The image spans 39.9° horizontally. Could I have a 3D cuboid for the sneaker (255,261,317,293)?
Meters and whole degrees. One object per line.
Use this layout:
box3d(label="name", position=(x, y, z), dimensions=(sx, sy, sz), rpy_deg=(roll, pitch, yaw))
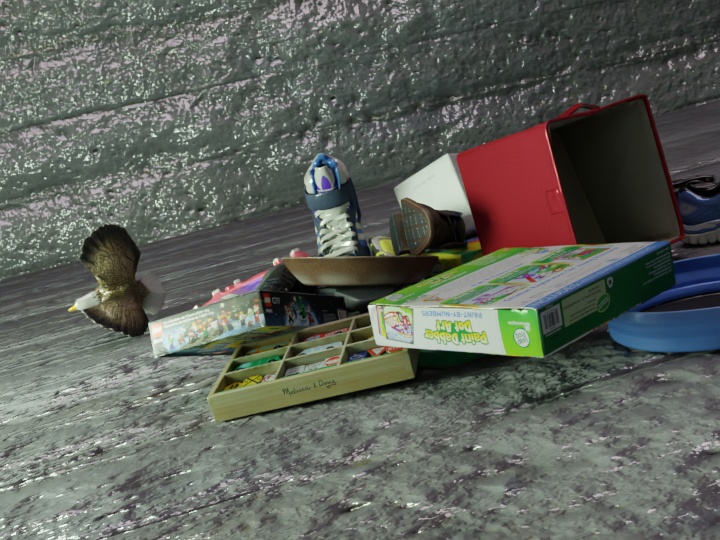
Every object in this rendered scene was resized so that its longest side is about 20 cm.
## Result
box3d(label="sneaker", position=(-0.109, 0.048, 1.271), dimensions=(0.081, 0.074, 0.199), rpy_deg=(0, 26, 41))

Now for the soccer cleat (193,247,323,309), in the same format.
box3d(label="soccer cleat", position=(-0.145, 0.043, 1.363), dimensions=(0.198, 0.077, 0.067), rpy_deg=(-30, -3, -8))

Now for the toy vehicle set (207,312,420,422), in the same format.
box3d(label="toy vehicle set", position=(-0.039, 0.087, 0.961), dimensions=(0.197, 0.027, 0.124), rpy_deg=(-14, 17, 11))

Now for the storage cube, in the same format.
box3d(label="storage cube", position=(0.248, -0.089, 1.191), dimensions=(0.169, 0.203, 0.179), rpy_deg=(-18, 4, -29))

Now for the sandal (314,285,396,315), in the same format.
box3d(label="sandal", position=(-0.004, 0.042, 1.245), dimensions=(0.075, 0.044, 0.200), rpy_deg=(-6, 2, -15))

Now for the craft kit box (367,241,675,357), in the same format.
box3d(label="craft kit box", position=(0.142, 0.021, 0.881), dimensions=(0.198, 0.049, 0.196), rpy_deg=(-20, 15, -39))

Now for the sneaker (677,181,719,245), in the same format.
box3d(label="sneaker", position=(0.476, -0.089, 1.184), dimensions=(0.197, 0.090, 0.079), rpy_deg=(-9, 11, 20))

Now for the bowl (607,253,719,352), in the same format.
box3d(label="bowl", position=(0.312, 0.026, 0.878), dimensions=(0.198, 0.040, 0.201), rpy_deg=(-13, 9, 2))

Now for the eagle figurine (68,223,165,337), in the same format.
box3d(label="eagle figurine", position=(-0.377, 0.031, 1.518), dimensions=(0.152, 0.151, 0.200), rpy_deg=(-57, 10, -22))

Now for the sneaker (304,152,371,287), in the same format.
box3d(label="sneaker", position=(-0.040, -0.070, 1.376), dimensions=(0.079, 0.147, 0.202), rpy_deg=(-14, 45, 11))

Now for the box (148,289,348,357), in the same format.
box3d(label="box", position=(-0.113, 0.059, 1.065), dimensions=(0.135, 0.038, 0.199), rpy_deg=(-16, -9, 22))

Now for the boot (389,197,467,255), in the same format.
box3d(label="boot", position=(0.099, -0.061, 1.260), dimensions=(0.095, 0.076, 0.200), rpy_deg=(-11, 1, -9))

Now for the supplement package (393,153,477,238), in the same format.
box3d(label="supplement package", position=(0.164, -0.100, 1.454), dimensions=(0.113, 0.111, 0.199), rpy_deg=(-30, -13, 39))

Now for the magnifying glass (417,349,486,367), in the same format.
box3d(label="magnifying glass", position=(0.041, 0.080, 0.987), dimensions=(0.197, 0.023, 0.080), rpy_deg=(-12, 13, 22))

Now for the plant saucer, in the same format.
box3d(label="plant saucer", position=(0.000, 0.000, 1.238), dimensions=(0.197, 0.037, 0.200), rpy_deg=(-1, 0, 0))

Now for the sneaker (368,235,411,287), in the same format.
box3d(label="sneaker", position=(0.056, -0.022, 1.424), dimensions=(0.075, 0.077, 0.200), rpy_deg=(-12, 11, 5))

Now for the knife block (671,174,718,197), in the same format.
box3d(label="knife block", position=(0.382, -0.080, 1.341), dimensions=(0.197, 0.065, 0.175), rpy_deg=(-15, 9, -15))

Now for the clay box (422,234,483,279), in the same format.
box3d(label="clay box", position=(0.170, -0.021, 1.338), dimensions=(0.198, 0.048, 0.115), rpy_deg=(-16, 9, -25))
